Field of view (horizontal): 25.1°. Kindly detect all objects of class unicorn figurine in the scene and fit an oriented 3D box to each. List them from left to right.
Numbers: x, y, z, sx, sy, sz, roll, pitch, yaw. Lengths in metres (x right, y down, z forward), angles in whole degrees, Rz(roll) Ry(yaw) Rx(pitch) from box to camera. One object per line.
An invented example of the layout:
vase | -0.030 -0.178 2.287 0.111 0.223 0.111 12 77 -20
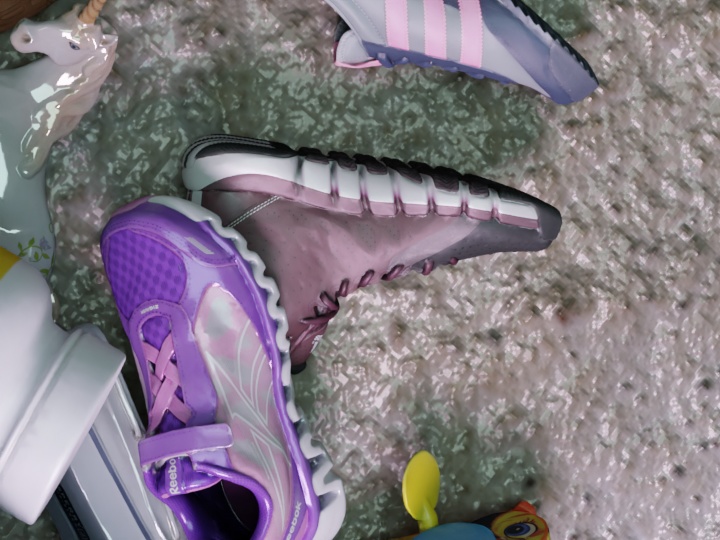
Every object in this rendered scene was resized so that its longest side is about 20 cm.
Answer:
unicorn figurine | -0.182 -0.053 0.784 0.136 0.074 0.202 -5 116 -12

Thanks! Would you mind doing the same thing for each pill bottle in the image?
pill bottle | -0.208 0.025 0.703 0.199 0.112 0.113 30 87 -5

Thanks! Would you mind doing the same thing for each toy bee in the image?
toy bee | 0.062 0.167 0.864 0.198 0.109 0.132 14 107 5

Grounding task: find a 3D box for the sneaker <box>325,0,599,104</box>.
sneaker | 0.029 -0.130 0.841 0.199 0.070 0.082 32 103 -13

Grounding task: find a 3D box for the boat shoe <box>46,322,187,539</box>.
boat shoe | -0.113 0.122 0.816 0.065 0.073 0.202 -36 117 -36

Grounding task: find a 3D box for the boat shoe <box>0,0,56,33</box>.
boat shoe | -0.145 -0.204 0.785 0.072 0.072 0.201 40 95 15

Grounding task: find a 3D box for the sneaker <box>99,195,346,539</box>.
sneaker | -0.076 0.064 0.781 0.088 0.080 0.202 -39 111 -54

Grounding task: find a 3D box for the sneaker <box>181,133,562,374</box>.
sneaker | 0.000 0.000 0.841 0.198 0.076 0.117 9 98 -6
